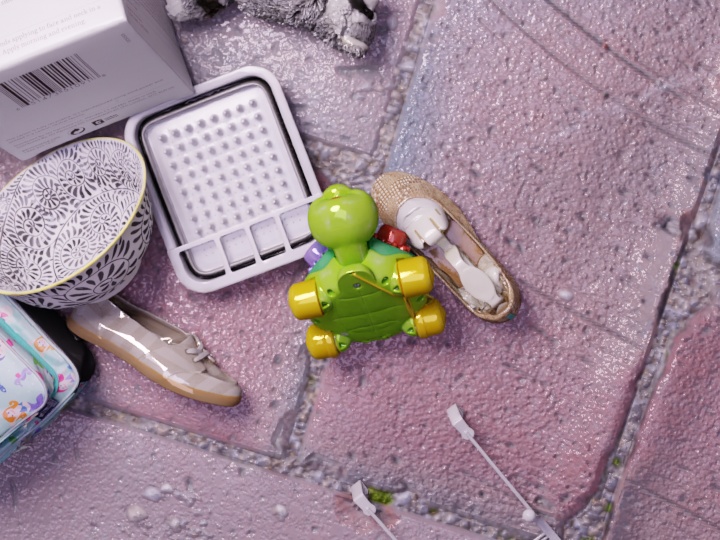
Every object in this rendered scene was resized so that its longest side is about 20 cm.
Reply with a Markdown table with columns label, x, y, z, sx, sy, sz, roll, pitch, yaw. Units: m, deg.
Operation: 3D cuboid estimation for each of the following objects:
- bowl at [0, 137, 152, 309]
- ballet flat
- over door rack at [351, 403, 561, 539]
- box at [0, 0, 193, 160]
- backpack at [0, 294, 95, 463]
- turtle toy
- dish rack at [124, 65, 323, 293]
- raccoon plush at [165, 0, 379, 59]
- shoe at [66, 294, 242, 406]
| label | x | y | z | sx | sy | sz | roll | pitch | yaw |
| --- | --- | --- | --- | --- | --- | --- | --- | --- | --- |
| bowl | -0.280 | -0.029 | 1.241 | 0.200 | 0.201 | 0.094 | -26 | 135 | 6 |
| ballet flat | 0.090 | -0.025 | 1.253 | 0.200 | 0.065 | 0.071 | 43 | 97 | -2 |
| over door rack | 0.103 | 0.265 | 1.287 | 0.148 | 0.067 | 0.200 | -38 | 93 | 6 |
| box | -0.291 | -0.220 | 1.172 | 0.198 | 0.200 | 0.131 | -20 | 76 | 6 |
| backpack | -0.395 | 0.113 | 1.263 | 0.200 | 0.151 | 0.178 | -41 | 94 | 12 |
| turtle toy | 0.000 | 0.000 | 1.221 | 0.145 | 0.200 | 0.101 | -12 | 53 | 6 |
| dish rack | -0.133 | -0.093 | 1.270 | 0.171 | 0.044 | 0.201 | -20 | 95 | 6 |
| raccoon plush | -0.077 | -0.251 | 1.241 | 0.200 | 0.097 | 0.134 | -18 | 106 | 25 |
| shoe | -0.207 | 0.078 | 1.280 | 0.200 | 0.070 | 0.053 | 28 | 100 | -1 |
